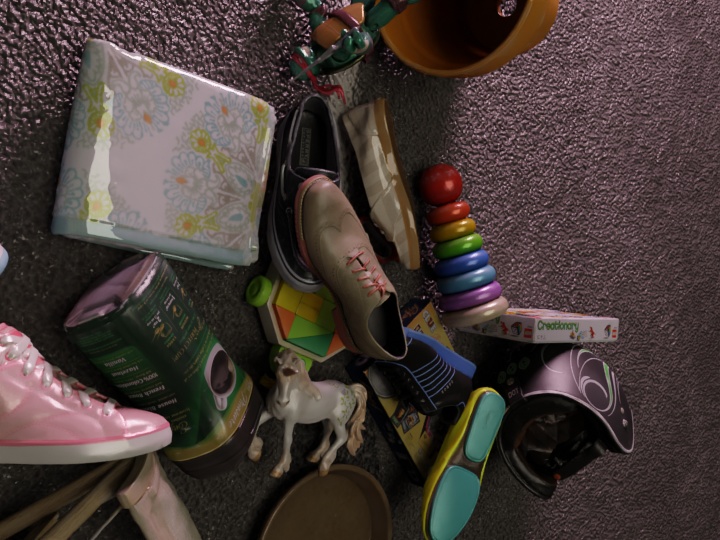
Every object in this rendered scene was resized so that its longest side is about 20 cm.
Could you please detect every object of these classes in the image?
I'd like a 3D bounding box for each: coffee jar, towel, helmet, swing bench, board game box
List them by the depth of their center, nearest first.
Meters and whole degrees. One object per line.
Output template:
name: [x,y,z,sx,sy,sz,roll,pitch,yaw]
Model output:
swing bench: [-0.212,0.274,0.619,0.200,0.130,0.199,-36,115,-34]
coffee jar: [-0.168,0.090,0.663,0.200,0.085,0.104,60,22,-26]
towel: [-0.173,-0.097,0.683,0.200,0.048,0.172,12,82,-41]
board game box: [0.076,0.155,0.926,0.135,0.035,0.200,-43,119,-31]
helmet: [0.266,0.191,0.994,0.191,0.199,0.201,-47,127,-66]
board game box: [0.245,0.074,1.008,0.200,0.126,0.035,4,91,-42]

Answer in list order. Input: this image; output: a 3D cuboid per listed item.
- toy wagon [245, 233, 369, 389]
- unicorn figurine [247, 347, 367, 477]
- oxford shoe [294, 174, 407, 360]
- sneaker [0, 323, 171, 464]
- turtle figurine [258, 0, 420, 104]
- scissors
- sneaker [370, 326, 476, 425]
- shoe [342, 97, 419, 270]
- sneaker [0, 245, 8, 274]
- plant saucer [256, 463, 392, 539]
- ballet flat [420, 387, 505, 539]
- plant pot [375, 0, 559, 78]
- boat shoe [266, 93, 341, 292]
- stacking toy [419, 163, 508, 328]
toy wagon: [-0.051,0.039,0.802,0.155,0.039,0.201,30,74,-38]
unicorn figurine: [-0.060,0.147,0.770,0.200,0.074,0.138,6,105,-61]
oxford shoe: [0.000,0.000,0.705,0.070,0.075,0.200,-39,122,-26]
sneaker: [-0.249,0.095,0.579,0.199,0.075,0.105,4,85,-14]
turtle figurine: [-0.020,-0.260,0.761,0.200,0.150,0.101,-42,153,-11]
scissors: [0.060,-0.009,0.916,0.200,0.014,0.073,49,60,-33]
sneaker: [0.063,0.119,0.843,0.200,0.070,0.078,29,69,-39]
shoe: [0.028,-0.095,0.847,0.070,0.053,0.201,-67,143,-76]
sneaker: [-0.361,0.014,0.505,0.131,0.079,0.200,56,49,-31]
plant saucer: [-0.044,0.317,0.837,0.200,0.029,0.201,-3,95,-40]
ballet flat: [0.118,0.236,0.900,0.067,0.067,0.200,34,70,-21]
plant pot: [0.144,-0.324,0.860,0.183,0.200,0.201,-14,103,-55]
boat shoe: [-0.050,-0.081,0.741,0.071,0.068,0.201,8,72,-20]
stacking toy: [0.117,-0.034,0.916,0.085,0.085,0.201,-19,93,-39]
